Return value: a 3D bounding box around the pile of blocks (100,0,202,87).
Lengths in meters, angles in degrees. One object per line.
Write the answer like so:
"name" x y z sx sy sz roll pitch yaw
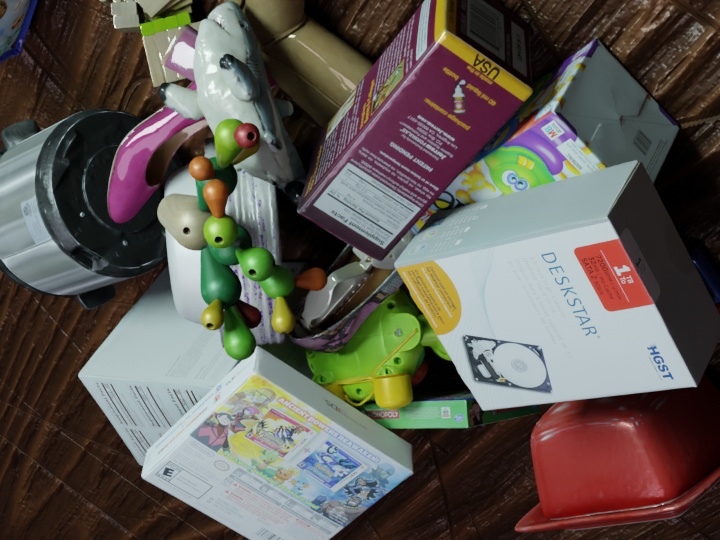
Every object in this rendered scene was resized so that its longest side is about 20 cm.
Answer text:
"pile of blocks" -0.202 -0.254 1.130 0.200 0.082 0.062 52 -178 -6

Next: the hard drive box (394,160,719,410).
"hard drive box" 0.151 0.018 0.953 0.200 0.077 0.156 -14 117 42

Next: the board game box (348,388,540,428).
"board game box" 0.065 0.142 1.278 0.200 0.134 0.029 -6 87 39

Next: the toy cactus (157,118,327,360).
"toy cactus" -0.109 -0.035 1.005 0.165 0.102 0.201 27 134 51

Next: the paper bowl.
"paper bowl" -0.127 -0.026 1.167 0.104 0.201 0.201 -5 136 -6

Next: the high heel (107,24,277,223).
"high heel" -0.154 -0.110 1.094 0.096 0.067 0.200 31 116 6

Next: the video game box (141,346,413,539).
"video game box" -0.080 0.186 1.208 0.200 0.047 0.182 35 121 -23

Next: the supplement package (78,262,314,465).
"supplement package" -0.151 0.104 1.337 0.199 0.191 0.147 1 131 35

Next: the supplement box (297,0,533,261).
"supplement box" 0.042 -0.120 0.983 0.086 0.111 0.200 31 124 -16

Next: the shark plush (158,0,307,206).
"shark plush" -0.071 -0.125 1.028 0.200 0.083 0.091 48 136 -12

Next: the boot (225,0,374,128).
"boot" -0.020 -0.188 1.055 0.200 0.066 0.175 39 153 -4

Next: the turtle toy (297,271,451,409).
"turtle toy" 0.029 0.065 1.231 0.199 0.101 0.146 -9 85 29

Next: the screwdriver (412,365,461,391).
"screwdriver" 0.107 0.114 1.291 0.200 0.028 0.029 -1 100 40

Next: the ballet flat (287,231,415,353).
"ballet flat" 0.000 0.000 1.149 0.069 0.071 0.200 47 111 22

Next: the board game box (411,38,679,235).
"board game box" 0.141 -0.079 1.012 0.103 0.105 0.200 43 140 -12

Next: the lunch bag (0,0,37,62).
"lunch bag" -0.387 -0.301 1.154 0.170 0.124 0.200 37 131 -2

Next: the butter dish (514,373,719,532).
"butter dish" 0.241 0.140 1.133 0.200 0.199 0.148 -20 93 46

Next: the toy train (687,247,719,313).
"toy train" 0.211 0.053 1.085 0.200 0.116 0.085 -22 111 46

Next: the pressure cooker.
"pressure cooker" -0.296 -0.066 1.274 0.178 0.176 0.200 25 154 -36
